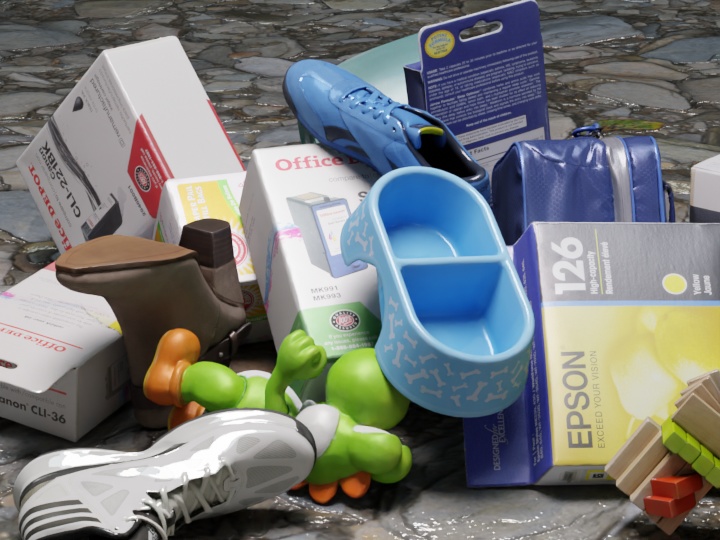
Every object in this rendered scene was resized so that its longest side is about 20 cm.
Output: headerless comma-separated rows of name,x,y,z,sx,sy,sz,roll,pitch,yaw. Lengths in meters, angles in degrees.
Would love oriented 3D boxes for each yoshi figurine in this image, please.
yoshi figurine,-0.044,0.089,1.287,0.200,0.112,0.112,14,17,29

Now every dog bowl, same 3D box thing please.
dog bowl,0.057,0.008,1.274,0.111,0.050,0.200,-2,50,-21

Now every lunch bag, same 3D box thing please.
lunch bag,0.179,-0.018,1.433,0.132,0.200,0.136,0,-7,-6

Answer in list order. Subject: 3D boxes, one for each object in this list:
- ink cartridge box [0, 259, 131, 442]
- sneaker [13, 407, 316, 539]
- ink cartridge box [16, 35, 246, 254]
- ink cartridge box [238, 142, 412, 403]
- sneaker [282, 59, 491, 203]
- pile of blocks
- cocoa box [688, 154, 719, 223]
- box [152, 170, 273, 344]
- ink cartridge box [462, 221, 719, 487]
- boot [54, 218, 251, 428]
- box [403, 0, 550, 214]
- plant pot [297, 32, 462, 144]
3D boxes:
ink cartridge box,-0.231,0.063,1.395,0.116,0.068,0.200,15,27,22
sneaker,-0.118,0.157,1.167,0.200,0.076,0.115,-12,29,-7
ink cartridge box,-0.206,-0.090,1.616,0.084,0.144,0.200,-18,-15,-40
ink cartridge box,0.000,0.000,1.413,0.145,0.088,0.200,-6,55,-17
sneaker,0.023,-0.110,1.397,0.200,0.078,0.066,42,58,19
pile of blocks,0.251,0.101,1.160,0.200,0.082,0.062,-26,5,11
cocoa box,0.394,-0.024,1.551,0.200,0.131,0.133,16,25,39
box,-0.062,-0.014,1.524,0.200,0.101,0.113,-7,58,-18
ink cartridge box,0.171,0.056,1.296,0.200,0.047,0.198,0,60,-4
boot,-0.151,0.045,1.348,0.070,0.146,0.200,19,21,34
box,0.099,-0.115,1.497,0.121,0.200,0.032,-18,24,-26
plant pot,0.029,-0.124,1.783,0.161,0.201,0.201,-14,21,-7
